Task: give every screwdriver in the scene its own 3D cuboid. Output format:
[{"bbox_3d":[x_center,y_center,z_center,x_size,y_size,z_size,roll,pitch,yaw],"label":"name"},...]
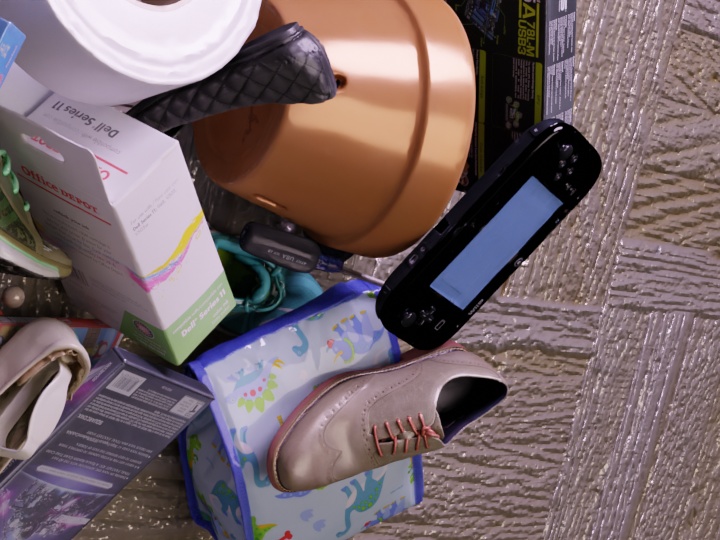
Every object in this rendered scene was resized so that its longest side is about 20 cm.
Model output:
[{"bbox_3d":[0.000,0.000,1.376,0.198,0.028,0.029,15,88,-26],"label":"screwdriver"}]

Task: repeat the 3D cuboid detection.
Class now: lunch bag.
[{"bbox_3d":[-0.051,0.115,1.427,0.169,0.127,0.201,-26,134,-25],"label":"lunch bag"}]

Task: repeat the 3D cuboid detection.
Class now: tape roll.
[{"bbox_3d":[-0.156,-0.211,1.175,0.201,0.070,0.205,8,78,-43],"label":"tape roll"}]

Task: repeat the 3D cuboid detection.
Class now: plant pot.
[{"bbox_3d":[-0.030,-0.119,1.338,0.139,0.200,0.202,10,98,-34],"label":"plant pot"}]

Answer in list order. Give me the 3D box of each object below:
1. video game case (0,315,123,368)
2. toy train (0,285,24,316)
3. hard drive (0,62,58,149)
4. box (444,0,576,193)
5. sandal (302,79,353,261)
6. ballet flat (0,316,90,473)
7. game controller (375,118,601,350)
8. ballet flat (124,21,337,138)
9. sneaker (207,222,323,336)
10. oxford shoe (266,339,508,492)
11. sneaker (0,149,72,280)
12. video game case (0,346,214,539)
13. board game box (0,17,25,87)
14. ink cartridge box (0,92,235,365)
[{"bbox_3d":[-0.248,0.096,1.237,0.199,0.017,0.144,5,113,-63],"label":"video game case"},{"bbox_3d":[-0.301,0.037,1.162,0.151,0.055,0.200,-54,154,-10],"label":"toy train"},{"bbox_3d":[-0.259,-0.123,1.179,0.199,0.027,0.133,-35,130,-36],"label":"hard drive"},{"bbox_3d":[0.078,-0.162,1.428,0.047,0.192,0.202,-26,123,-45],"label":"box"},{"bbox_3d":[0.002,-0.101,1.460,0.045,0.075,0.202,4,100,-49],"label":"sandal"},{"bbox_3d":[-0.243,0.115,1.170,0.201,0.069,0.070,-52,138,-13],"label":"ballet flat"},{"bbox_3d":[0.095,-0.024,1.354,0.200,0.042,0.104,-47,139,7],"label":"game controller"},{"bbox_3d":[-0.103,-0.108,1.246,0.057,0.199,0.066,61,38,-12],"label":"ballet flat"},{"bbox_3d":[-0.088,0.013,1.395,0.199,0.079,0.078,24,88,-53],"label":"sneaker"},{"bbox_3d":[0.021,0.109,1.361,0.199,0.075,0.071,-29,118,-28],"label":"oxford shoe"},{"bbox_3d":[-0.239,-0.056,1.160,0.200,0.076,0.089,41,66,-53],"label":"sneaker"},{"bbox_3d":[-0.203,0.140,1.272,0.200,0.019,0.143,-44,156,6],"label":"video game case"},{"bbox_3d":[-0.303,-0.077,1.053,0.037,0.150,0.202,57,56,-80],"label":"board game box"},{"bbox_3d":[-0.164,-0.044,1.221,0.067,0.117,0.201,-45,143,-25],"label":"ink cartridge box"}]
